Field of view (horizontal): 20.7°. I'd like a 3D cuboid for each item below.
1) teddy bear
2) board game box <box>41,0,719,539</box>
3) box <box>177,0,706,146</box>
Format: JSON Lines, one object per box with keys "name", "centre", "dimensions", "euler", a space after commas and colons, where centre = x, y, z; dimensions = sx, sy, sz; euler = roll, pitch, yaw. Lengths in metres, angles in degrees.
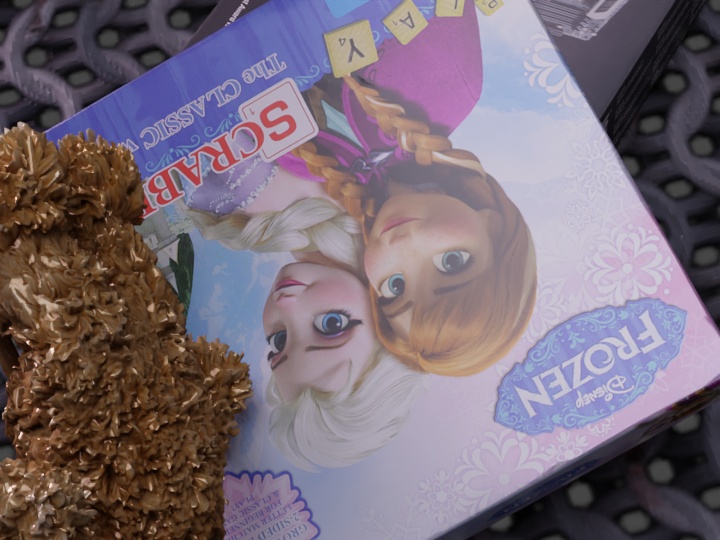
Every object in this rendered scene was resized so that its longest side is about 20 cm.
{"name": "teddy bear", "centre": [-0.072, 0.050, 0.603], "dimensions": [0.066, 0.145, 0.202], "euler": [-14, 71, 13]}
{"name": "board game box", "centre": [0.000, 0.000, 0.692], "dimensions": [0.199, 0.041, 0.201], "euler": [-30, 74, 4]}
{"name": "box", "centre": [0.037, -0.098, 0.783], "dimensions": [0.157, 0.050, 0.201], "euler": [28, 67, 17]}
